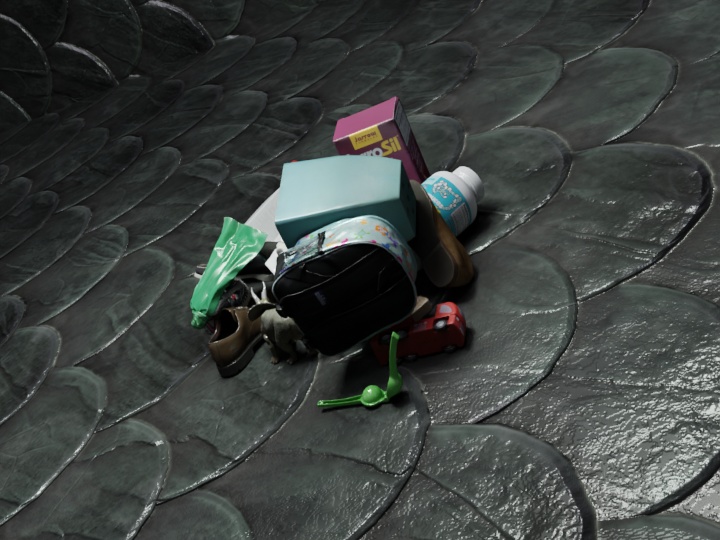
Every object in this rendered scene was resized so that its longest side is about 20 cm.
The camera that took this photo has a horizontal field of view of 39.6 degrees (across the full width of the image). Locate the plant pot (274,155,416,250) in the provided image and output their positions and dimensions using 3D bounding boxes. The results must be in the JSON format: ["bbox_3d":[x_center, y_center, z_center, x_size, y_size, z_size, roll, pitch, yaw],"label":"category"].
[{"bbox_3d":[-0.015,-0.094,1.600,0.196,0.143,0.143,-10,45,16],"label":"plant pot"}]

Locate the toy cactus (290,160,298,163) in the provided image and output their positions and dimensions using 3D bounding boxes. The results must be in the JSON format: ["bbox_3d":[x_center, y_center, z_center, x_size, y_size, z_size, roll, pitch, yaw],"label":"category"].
[{"bbox_3d":[-0.081,-0.122,1.981,0.197,0.102,0.167,25,86,15],"label":"toy cactus"}]

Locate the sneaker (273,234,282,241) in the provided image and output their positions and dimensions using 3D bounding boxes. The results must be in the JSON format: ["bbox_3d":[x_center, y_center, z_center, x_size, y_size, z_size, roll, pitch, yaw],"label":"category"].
[{"bbox_3d":[-0.109,-0.078,1.904,0.199,0.077,0.080,-40,-16,15],"label":"sneaker"}]

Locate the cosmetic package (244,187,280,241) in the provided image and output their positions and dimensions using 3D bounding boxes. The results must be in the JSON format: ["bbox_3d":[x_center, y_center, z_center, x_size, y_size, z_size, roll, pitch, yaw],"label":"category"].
[{"bbox_3d":[-0.203,-0.073,2.009,0.101,0.074,0.201,-36,14,49],"label":"cosmetic package"}]

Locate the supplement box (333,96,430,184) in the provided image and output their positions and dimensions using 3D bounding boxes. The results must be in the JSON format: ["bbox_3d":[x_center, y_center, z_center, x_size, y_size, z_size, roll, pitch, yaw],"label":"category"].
[{"bbox_3d":[0.048,-0.202,1.897,0.129,0.202,0.104,-18,28,17],"label":"supplement box"}]

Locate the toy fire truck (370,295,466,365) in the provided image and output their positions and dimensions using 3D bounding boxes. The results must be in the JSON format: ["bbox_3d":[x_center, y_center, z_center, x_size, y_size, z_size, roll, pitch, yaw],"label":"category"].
[{"bbox_3d":[0.074,0.081,1.555,0.196,0.049,0.142,-16,30,22],"label":"toy fire truck"}]

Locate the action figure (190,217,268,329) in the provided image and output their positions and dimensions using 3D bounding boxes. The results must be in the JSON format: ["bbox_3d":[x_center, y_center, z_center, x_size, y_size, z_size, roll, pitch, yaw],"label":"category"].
[{"bbox_3d":[-0.244,0.013,1.758,0.117,0.055,0.202,19,75,42],"label":"action figure"}]

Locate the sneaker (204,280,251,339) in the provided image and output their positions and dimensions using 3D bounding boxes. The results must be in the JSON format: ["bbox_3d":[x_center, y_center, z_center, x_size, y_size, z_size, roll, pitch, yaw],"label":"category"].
[{"bbox_3d":[-0.253,0.057,1.860,0.079,0.076,0.201,-23,27,8],"label":"sneaker"}]

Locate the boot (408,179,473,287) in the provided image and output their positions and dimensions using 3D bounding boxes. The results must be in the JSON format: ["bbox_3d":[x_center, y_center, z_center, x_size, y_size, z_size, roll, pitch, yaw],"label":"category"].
[{"bbox_3d":[0.121,-0.057,1.638,0.073,0.075,0.203,-41,60,33],"label":"boot"}]

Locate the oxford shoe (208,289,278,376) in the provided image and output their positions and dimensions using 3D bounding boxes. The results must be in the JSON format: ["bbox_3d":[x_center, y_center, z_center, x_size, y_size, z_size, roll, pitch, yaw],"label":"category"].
[{"bbox_3d":[-0.203,0.087,1.755,0.071,0.085,0.201,-11,30,30],"label":"oxford shoe"}]

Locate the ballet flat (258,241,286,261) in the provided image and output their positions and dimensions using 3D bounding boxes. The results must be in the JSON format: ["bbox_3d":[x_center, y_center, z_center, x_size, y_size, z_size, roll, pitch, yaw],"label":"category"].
[{"bbox_3d":[-0.102,-0.007,1.759,0.199,0.068,0.069,41,109,24],"label":"ballet flat"}]

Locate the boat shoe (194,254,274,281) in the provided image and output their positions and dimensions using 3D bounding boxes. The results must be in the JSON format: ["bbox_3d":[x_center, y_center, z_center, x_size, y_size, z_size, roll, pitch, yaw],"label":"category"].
[{"bbox_3d":[-0.215,-0.013,1.857,0.196,0.062,0.074,-1,11,15],"label":"boat shoe"}]

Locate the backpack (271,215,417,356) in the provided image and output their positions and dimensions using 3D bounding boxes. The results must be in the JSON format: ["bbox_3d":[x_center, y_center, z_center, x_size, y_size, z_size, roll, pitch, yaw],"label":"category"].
[{"bbox_3d":[-0.012,0.012,1.500,0.197,0.179,0.152,-24,29,24],"label":"backpack"}]

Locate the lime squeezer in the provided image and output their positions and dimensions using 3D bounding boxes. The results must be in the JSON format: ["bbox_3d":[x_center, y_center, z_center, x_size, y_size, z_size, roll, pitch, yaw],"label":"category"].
[{"bbox_3d":[0.016,0.168,1.447,0.200,0.070,0.038,-45,30,38],"label":"lime squeezer"}]

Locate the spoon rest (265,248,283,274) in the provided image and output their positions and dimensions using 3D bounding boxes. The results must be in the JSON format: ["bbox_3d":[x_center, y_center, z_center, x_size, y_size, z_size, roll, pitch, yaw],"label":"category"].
[{"bbox_3d":[-0.090,0.034,1.680,0.199,0.060,0.100,39,97,23],"label":"spoon rest"}]

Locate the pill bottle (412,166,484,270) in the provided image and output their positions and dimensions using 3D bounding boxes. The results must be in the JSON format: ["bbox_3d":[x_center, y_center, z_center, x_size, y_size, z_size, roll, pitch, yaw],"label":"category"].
[{"bbox_3d":[0.128,-0.097,1.743,0.199,0.112,0.110,-41,30,-25],"label":"pill bottle"}]

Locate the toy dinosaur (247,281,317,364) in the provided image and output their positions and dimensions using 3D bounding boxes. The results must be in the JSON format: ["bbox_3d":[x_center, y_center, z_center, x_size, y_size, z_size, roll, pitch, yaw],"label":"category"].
[{"bbox_3d":[-0.126,0.097,1.648,0.077,0.103,0.199,-38,28,-22],"label":"toy dinosaur"}]
